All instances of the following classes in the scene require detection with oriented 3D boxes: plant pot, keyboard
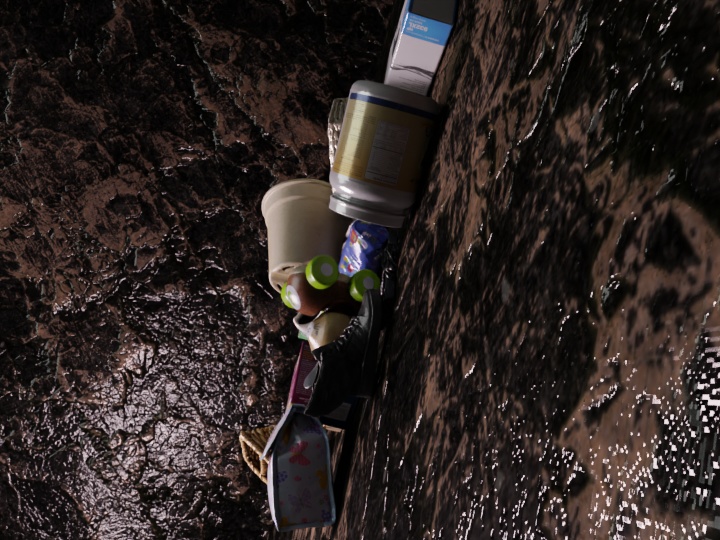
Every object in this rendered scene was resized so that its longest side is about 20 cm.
[{"bbox_3d":[-0.112,-0.052,1.477,0.201,0.198,0.185,111,164,-54],"label":"plant pot"},{"bbox_3d":[0.035,0.001,1.198,0.201,0.039,0.105,-85,9,-56],"label":"keyboard"}]

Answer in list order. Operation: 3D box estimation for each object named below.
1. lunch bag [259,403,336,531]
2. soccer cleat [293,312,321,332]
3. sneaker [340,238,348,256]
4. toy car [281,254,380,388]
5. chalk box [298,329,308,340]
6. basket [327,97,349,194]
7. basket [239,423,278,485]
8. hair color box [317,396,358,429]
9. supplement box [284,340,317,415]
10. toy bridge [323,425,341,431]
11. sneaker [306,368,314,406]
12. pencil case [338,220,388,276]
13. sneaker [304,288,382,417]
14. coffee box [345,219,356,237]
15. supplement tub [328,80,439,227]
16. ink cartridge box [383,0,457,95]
[{"bbox_3d":[-0.112,0.337,1.255,0.170,0.125,0.203,126,142,-75],"label":"lunch bag"},{"bbox_3d":[-0.064,0.052,1.521,0.200,0.069,0.085,-46,-18,6],"label":"soccer cleat"},{"bbox_3d":[0.018,-0.081,1.542,0.116,0.075,0.200,-69,10,-16],"label":"sneaker"},{"bbox_3d":[-0.066,0.101,1.264,0.164,0.156,0.202,-35,42,60],"label":"toy car"},{"bbox_3d":[-0.071,0.093,1.685,0.201,0.122,0.125,108,173,-48],"label":"chalk box"},{"bbox_3d":[0.007,-0.225,1.381,0.136,0.122,0.202,-83,-7,-55],"label":"basket"},{"bbox_3d":[-0.173,0.425,1.556,0.201,0.147,0.144,102,154,-59],"label":"basket"},{"bbox_3d":[-0.033,0.183,1.348,0.201,0.060,0.101,-81,7,-51],"label":"hair color box"},{"bbox_3d":[-0.124,0.302,1.816,0.131,0.102,0.202,109,172,-51],"label":"supplement box"},{"bbox_3d":[-0.053,0.220,1.436,0.027,0.066,0.202,114,169,-62],"label":"toy bridge"},{"bbox_3d":[-0.078,0.278,1.550,0.200,0.075,0.115,99,-178,-76],"label":"sneaker"},{"bbox_3d":[0.000,0.000,1.394,0.078,0.087,0.202,-17,-46,-45],"label":"pencil case"},{"bbox_3d":[-0.027,0.124,1.106,0.060,0.103,0.203,146,130,-80],"label":"sneaker"},{"bbox_3d":[0.006,-0.181,1.593,0.114,0.079,0.201,-46,-18,-41],"label":"coffee box"},{"bbox_3d":[0.032,-0.179,1.121,0.144,0.143,0.202,-100,24,-78],"label":"supplement tub"},{"bbox_3d":[0.105,-0.414,1.281,0.201,0.083,0.146,111,171,-57],"label":"ink cartridge box"}]
